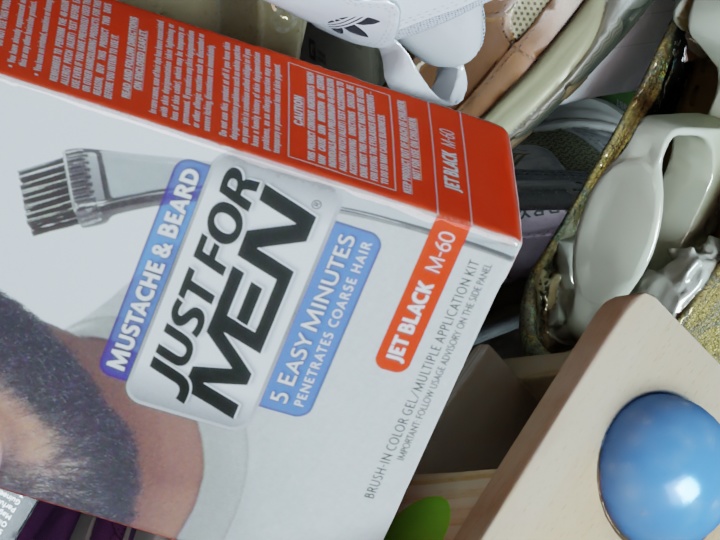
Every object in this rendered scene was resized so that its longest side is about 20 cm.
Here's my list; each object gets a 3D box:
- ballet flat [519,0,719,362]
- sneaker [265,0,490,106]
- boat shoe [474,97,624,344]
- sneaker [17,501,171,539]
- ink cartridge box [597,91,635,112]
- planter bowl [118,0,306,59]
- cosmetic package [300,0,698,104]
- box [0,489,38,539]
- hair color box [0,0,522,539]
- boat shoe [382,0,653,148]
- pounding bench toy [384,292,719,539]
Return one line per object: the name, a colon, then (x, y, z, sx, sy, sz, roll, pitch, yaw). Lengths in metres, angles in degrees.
ballet flat: (0.103, -0.045, 0.848, 0.071, 0.071, 0.200, 27, 89, -32)
sneaker: (0.014, -0.141, 0.752, 0.115, 0.075, 0.200, 36, 63, -34)
boat shoe: (0.001, 0.001, 0.916, 0.201, 0.065, 0.075, -14, 118, -6)
sneaker: (-0.088, 0.133, 0.863, 0.073, 0.114, 0.201, 42, 64, -26)
ink cartridge box: (0.161, 0.026, 0.968, 0.084, 0.145, 0.200, -24, 120, -18)
planter bowl: (-0.094, -0.081, 0.804, 0.200, 0.135, 0.201, -10, 115, -23)
cosmetic package: (0.036, -0.151, 0.869, 0.113, 0.081, 0.200, -13, 117, -19)
box: (-0.202, 0.051, 0.817, 0.200, 0.079, 0.141, 32, 86, -24)
hair color box: (-0.073, -0.006, 0.716, 0.200, 0.064, 0.111, 17, 118, -10)
boat shoe: (0.054, -0.098, 0.821, 0.074, 0.076, 0.200, 44, 100, 0)
pounding bench toy: (0.029, 0.124, 0.779, 0.124, 0.156, 0.200, 44, 64, -21)
